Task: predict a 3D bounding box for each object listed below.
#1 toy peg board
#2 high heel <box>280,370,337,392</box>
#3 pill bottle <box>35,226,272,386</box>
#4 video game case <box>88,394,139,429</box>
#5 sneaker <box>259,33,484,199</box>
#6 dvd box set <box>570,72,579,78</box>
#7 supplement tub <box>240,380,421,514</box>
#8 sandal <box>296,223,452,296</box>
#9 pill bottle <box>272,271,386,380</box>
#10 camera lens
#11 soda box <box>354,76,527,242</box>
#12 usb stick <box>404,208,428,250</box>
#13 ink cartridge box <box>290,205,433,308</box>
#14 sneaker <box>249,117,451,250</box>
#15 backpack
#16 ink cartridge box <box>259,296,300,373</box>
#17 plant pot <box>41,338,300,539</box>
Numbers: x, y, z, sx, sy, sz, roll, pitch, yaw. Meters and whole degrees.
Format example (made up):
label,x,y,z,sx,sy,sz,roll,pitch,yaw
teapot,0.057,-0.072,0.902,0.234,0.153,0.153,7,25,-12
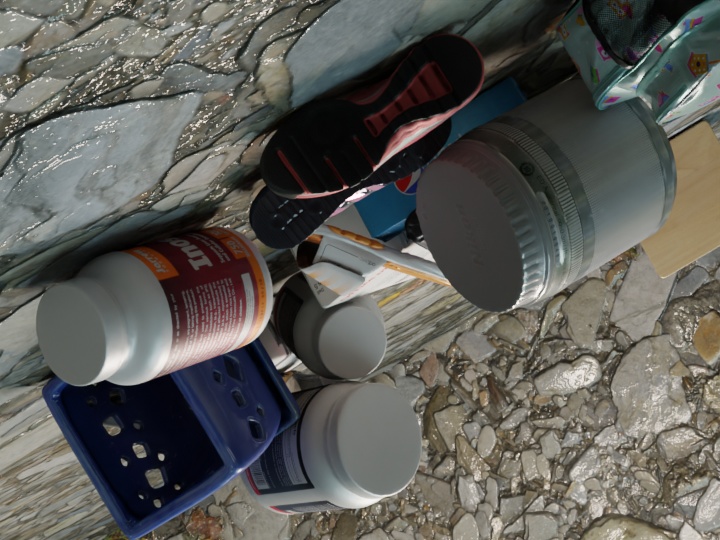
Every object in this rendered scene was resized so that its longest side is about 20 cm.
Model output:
label,x,y,z,sx,sy,sz,roll,pitch,yaw
toy peg board,0.557,-0.129,2.465,0.198,0.201,0.098,-31,-173,12
high heel,-0.135,0.171,1.775,0.198,0.072,0.142,-15,179,-32
pill bottle,-0.176,0.033,1.220,0.113,0.114,0.199,-35,170,37
video game case,-0.247,0.183,1.794,0.197,0.018,0.143,6,-172,25
sneaker,0.013,-0.112,1.146,0.198,0.074,0.087,-29,173,-2
dvd box set,0.211,-0.142,1.457,0.146,0.029,0.201,-35,-162,29
supplement tub,-0.038,0.203,1.621,0.139,0.142,0.199,-22,-177,-40
sandal,0.003,0.000,1.421,0.204,0.060,0.079,18,174,-13
pill bottle,-0.033,0.065,1.664,0.110,0.112,0.200,-27,-166,-9
camera lens,0.169,-0.071,1.257,0.199,0.161,0.160,-28,172,-27
soda box,0.086,-0.109,1.413,0.198,0.068,0.064,-31,171,9
usb stick,0.089,-0.040,1.446,0.055,0.033,0.200,-44,164,7
ink cartridge box,0.040,-0.043,1.582,0.145,0.085,0.199,-37,169,35
sneaker,-0.014,-0.094,1.245,0.198,0.071,0.082,-31,-166,-3
backpack,0.261,-0.210,1.154,0.175,0.155,0.200,-30,180,-25
ink cartridge box,-0.153,0.105,1.798,0.144,0.084,0.199,-33,171,26
plant pot,-0.193,0.145,1.548,0.199,0.201,0.179,-35,175,33
